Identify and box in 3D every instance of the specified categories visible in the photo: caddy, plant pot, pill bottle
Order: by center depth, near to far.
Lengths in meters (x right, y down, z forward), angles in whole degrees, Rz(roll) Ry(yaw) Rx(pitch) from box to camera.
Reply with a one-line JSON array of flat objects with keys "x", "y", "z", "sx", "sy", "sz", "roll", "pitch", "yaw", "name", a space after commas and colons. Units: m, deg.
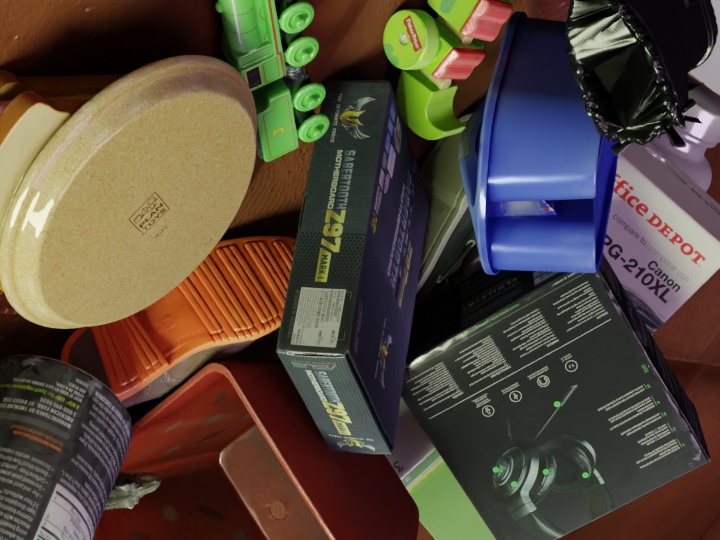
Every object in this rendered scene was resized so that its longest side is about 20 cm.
[{"x": -0.214, "y": 0.158, "z": 0.938, "sx": 0.107, "sy": 0.105, "sz": 0.201, "roll": 95, "pitch": 10, "yaw": -49, "name": "pill bottle"}, {"x": 0.119, "y": -0.087, "z": 1.079, "sx": 0.201, "sy": 0.103, "sz": 0.143, "roll": -71, "pitch": 160, "yaw": -46, "name": "caddy"}, {"x": -0.072, "y": 0.180, "z": 1.139, "sx": 0.199, "sy": 0.201, "sz": 0.176, "roll": -37, "pitch": 173, "yaw": 26, "name": "plant pot"}, {"x": 0.220, "y": -0.066, "z": 1.311, "sx": 0.111, "sy": 0.112, "sz": 0.201, "roll": -3, "pitch": 130, "yaw": -51, "name": "pill bottle"}]

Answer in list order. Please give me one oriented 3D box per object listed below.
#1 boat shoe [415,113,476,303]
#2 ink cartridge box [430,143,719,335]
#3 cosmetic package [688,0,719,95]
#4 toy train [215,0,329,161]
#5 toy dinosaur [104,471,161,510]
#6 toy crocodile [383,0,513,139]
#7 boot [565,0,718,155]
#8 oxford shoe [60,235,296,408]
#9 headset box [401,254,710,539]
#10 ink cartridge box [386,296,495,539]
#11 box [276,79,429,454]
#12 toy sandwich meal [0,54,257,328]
[{"x": 0.052, "y": -0.021, "z": 1.190, "sx": 0.066, "sy": 0.074, "sz": 0.201, "roll": 27, "pitch": 96, "yaw": -48, "name": "boat shoe"}, {"x": 0.171, "y": -0.005, "z": 1.236, "sx": 0.200, "sy": 0.144, "sz": 0.084, "roll": -48, "pitch": -173, "yaw": 22, "name": "ink cartridge box"}, {"x": 0.260, "y": -0.213, "z": 1.209, "sx": 0.113, "sy": 0.081, "sz": 0.199, "roll": -55, "pitch": 149, "yaw": 14, "name": "cosmetic package"}, {"x": -0.056, "y": -0.139, "z": 0.938, "sx": 0.056, "sy": 0.042, "sz": 0.201, "roll": -26, "pitch": 147, "yaw": -12, "name": "toy train"}, {"x": -0.226, "y": 0.171, "z": 1.057, "sx": 0.199, "sy": 0.088, "sz": 0.048, "roll": -36, "pitch": 122, "yaw": 6, "name": "toy dinosaur"}, {"x": 0.074, "y": -0.179, "z": 1.031, "sx": 0.067, "sy": 0.062, "sz": 0.201, "roll": -7, "pitch": 133, "yaw": -48, "name": "toy crocodile"}, {"x": 0.162, "y": -0.181, "z": 0.985, "sx": 0.073, "sy": 0.200, "sz": 0.163, "roll": -16, "pitch": -162, "yaw": 31, "name": "boot"}, {"x": -0.114, "y": 0.037, "z": 1.069, "sx": 0.198, "sy": 0.072, "sz": 0.073, "roll": -24, "pitch": 163, "yaw": -22, "name": "oxford shoe"}, {"x": 0.142, "y": 0.094, "z": 1.178, "sx": 0.173, "sy": 0.201, "sz": 0.093, "roll": -30, "pitch": -162, "yaw": 14, "name": "headset box"}, {"x": 0.080, "y": 0.134, "z": 1.290, "sx": 0.145, "sy": 0.200, "sz": 0.048, "roll": -40, "pitch": 154, "yaw": -7, "name": "ink cartridge box"}, {"x": 0.000, "y": 0.000, "z": 1.054, "sx": 0.158, "sy": 0.050, "sz": 0.202, "roll": 69, "pitch": 28, "yaw": -59, "name": "box"}, {"x": -0.147, "y": -0.051, "z": 0.907, "sx": 0.204, "sy": 0.070, "sz": 0.206, "roll": -37, "pitch": 152, "yaw": -24, "name": "toy sandwich meal"}]
